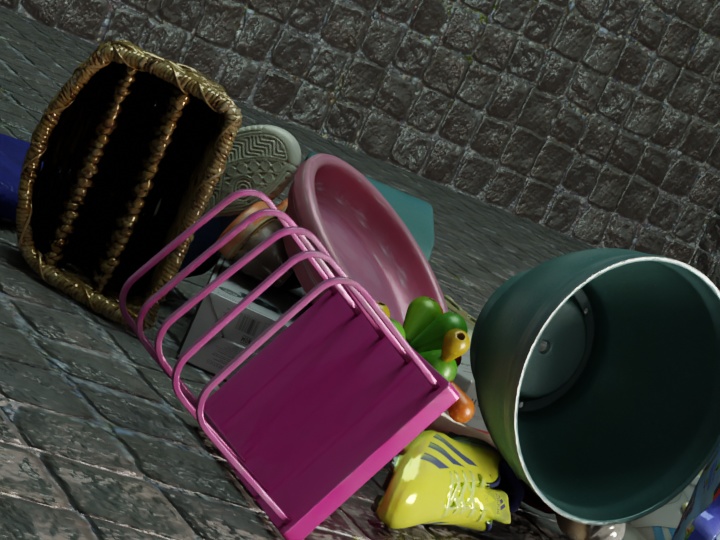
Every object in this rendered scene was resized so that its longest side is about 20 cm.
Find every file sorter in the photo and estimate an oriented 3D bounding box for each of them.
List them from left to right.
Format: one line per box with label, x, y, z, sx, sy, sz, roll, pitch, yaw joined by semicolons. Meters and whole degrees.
file sorter;-0.058;0.050;1.266;0.126;0.139;0.200;52;-5;-27

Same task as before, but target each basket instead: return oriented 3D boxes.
basket;-0.196;-0.078;1.580;0.142;0.201;0.149;24;9;-14

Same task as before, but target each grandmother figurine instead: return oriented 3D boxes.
grandmother figurine;0.118;0.159;1.547;0.199;0.061;0.121;29;4;5

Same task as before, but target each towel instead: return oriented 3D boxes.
towel;-0.327;-0.080;1.776;0.147;0.050;0.199;37;12;26

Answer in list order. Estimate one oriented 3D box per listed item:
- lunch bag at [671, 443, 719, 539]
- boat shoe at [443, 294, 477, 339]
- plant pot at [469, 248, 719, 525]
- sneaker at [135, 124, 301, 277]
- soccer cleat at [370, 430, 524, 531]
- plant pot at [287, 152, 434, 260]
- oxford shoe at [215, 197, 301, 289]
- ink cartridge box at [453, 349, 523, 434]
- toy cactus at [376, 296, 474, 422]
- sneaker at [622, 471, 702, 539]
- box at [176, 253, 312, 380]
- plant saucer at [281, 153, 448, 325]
lunch bag;0.294;0.143;1.452;0.094;0.151;0.199;40;39;17
boat shoe;0.086;0.064;1.903;0.062;0.074;0.201;1;8;-16
plant pot;0.163;0.070;1.471;0.199;0.202;0.134;20;5;-33
sneaker;-0.131;-0.056;1.723;0.077;0.199;0.111;53;8;6
soccer cleat;0.068;0.154;1.398;0.083;0.065;0.200;30;9;16
plant pot;-0.012;0.001;1.897;0.140;0.142;0.200;23;16;-10
oxford shoe;-0.065;-0.015;1.689;0.073;0.071;0.200;46;15;6
ink cartridge box;0.085;0.110;1.706;0.117;0.068;0.200;18;11;-43
toy cactus;0.006;0.082;1.433;0.200;0.164;0.103;15;52;-85
sneaker;0.267;0.205;1.560;0.076;0.081;0.200;18;12;-45
box;-0.081;0.048;1.631;0.116;0.061;0.200;24;9;-5
plant saucer;0.000;0.000;1.634;0.201;0.051;0.201;46;23;-26
